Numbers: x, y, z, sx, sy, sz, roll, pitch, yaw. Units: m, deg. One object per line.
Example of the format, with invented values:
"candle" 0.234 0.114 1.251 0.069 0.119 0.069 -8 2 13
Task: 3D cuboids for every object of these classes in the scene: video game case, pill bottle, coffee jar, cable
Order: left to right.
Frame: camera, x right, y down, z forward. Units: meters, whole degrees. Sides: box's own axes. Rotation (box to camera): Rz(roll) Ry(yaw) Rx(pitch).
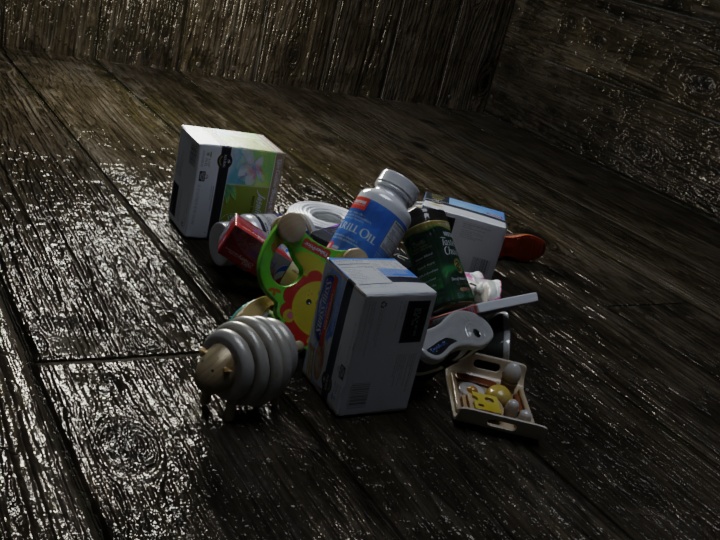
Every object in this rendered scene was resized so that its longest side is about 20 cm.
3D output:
"pill bottle" -0.192 -0.056 1.645 0.198 0.113 0.111 -4 28 -40
"cable" -0.079 -0.095 1.881 0.198 0.070 0.199 23 22 20
"pill bottle" 0.023 -0.077 1.517 0.111 0.202 0.112 29 -12 7
"coffee jar" 0.140 -0.020 1.582 0.104 0.085 0.203 1 68 -54
"video game case" 0.208 0.076 1.530 0.141 0.018 0.199 -9 -9 -32

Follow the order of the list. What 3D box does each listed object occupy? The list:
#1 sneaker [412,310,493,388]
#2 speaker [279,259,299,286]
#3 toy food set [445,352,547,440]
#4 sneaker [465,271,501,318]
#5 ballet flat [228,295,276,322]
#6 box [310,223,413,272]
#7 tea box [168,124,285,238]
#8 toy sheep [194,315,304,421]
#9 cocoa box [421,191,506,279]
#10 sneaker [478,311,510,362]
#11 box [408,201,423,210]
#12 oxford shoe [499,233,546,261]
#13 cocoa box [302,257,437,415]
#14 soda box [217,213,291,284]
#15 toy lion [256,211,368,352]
"sneaker" 0.127 0.134 1.381 0.198 0.112 0.074 -12 60 -47
"speaker" -0.040 0.042 1.472 0.198 0.082 0.081 32 21 -3
"toy food set" 0.219 0.194 1.366 0.141 0.061 0.201 14 20 -4
"sneaker" 0.226 0.050 1.708 0.087 0.083 0.200 2 8 -14
"ballet flat" -0.149 0.075 1.409 0.062 0.070 0.200 26 23 16
"box" 0.000 0.000 1.641 0.198 0.108 0.122 26 24 25
"tea box" -0.285 -0.183 1.776 0.194 0.203 0.134 0 24 -32
"toy sheep" -0.153 0.128 1.178 0.137 0.140 0.199 26 23 28
"cocoa box" 0.225 -0.083 1.943 0.197 0.135 0.131 16 20 2
"sneaker" 0.224 0.117 1.554 0.097 0.072 0.200 4 12 6
"box" 0.168 -0.129 2.165 0.198 0.049 0.158 -3 27 -38
"oxford shoe" 0.380 -0.069 2.130 0.197 0.072 0.073 5 18 -24
"cocoa box" 0.010 0.096 1.273 0.131 0.203 0.131 0 24 -32
"soda box" -0.164 -0.017 1.538 0.199 0.064 0.070 33 15 -19
"toy lion" -0.085 0.031 1.380 0.198 0.194 0.068 29 -13 -17
